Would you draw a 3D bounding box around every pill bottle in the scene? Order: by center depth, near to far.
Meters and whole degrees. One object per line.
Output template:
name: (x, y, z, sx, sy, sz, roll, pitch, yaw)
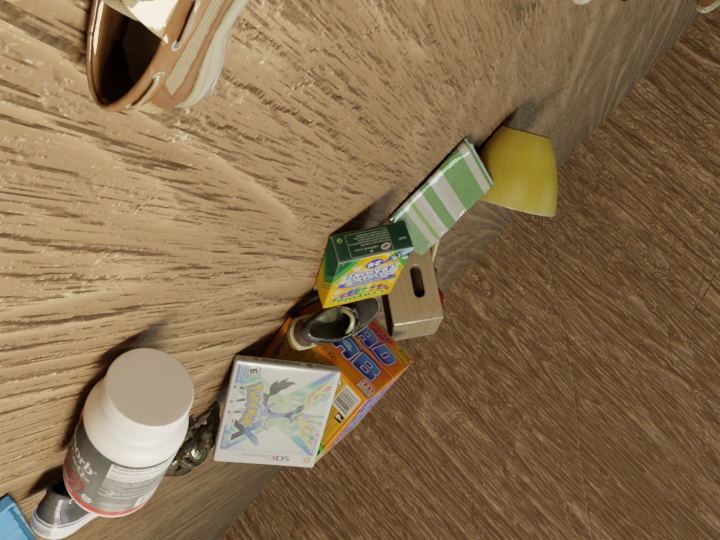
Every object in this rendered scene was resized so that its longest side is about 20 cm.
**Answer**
pill bottle: (-0.259, 0.182, 0.850, 0.115, 0.116, 0.201, -33, 163, -47)

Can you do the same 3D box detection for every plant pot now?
plant pot: (0.312, -0.206, 1.516, 0.199, 0.197, 0.145, -21, 127, -66)

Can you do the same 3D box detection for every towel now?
towel: (0.151, -0.131, 1.395, 0.200, 0.023, 0.153, -45, 143, 1)

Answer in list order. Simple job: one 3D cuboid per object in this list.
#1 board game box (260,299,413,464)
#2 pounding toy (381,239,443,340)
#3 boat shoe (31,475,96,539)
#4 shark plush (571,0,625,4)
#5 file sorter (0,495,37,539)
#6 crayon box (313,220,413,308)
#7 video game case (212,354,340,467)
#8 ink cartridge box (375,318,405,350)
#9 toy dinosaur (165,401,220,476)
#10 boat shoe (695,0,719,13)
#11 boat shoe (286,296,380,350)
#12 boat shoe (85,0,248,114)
board game box: (-0.063, 0.193, 1.416, 0.201, 0.200, 0.199, -52, 168, 29)
pounding toy: (0.113, 0.016, 1.529, 0.139, 0.204, 0.184, -9, 165, -4)
boat shoe: (-0.349, 0.272, 0.985, 0.067, 0.069, 0.200, -67, 168, 11)
shark plush: (0.362, -0.477, 1.075, 0.083, 0.089, 0.203, -86, -164, -77)
file sorter: (-0.432, 0.383, 0.906, 0.138, 0.123, 0.201, -40, 167, -31)
crayon box: (0.000, 0.000, 1.224, 0.123, 0.052, 0.201, -13, 158, -17)
video game case: (-0.142, 0.241, 1.278, 0.022, 0.179, 0.204, -118, -139, -61)
ink cartridge box: (0.002, 0.146, 1.603, 0.047, 0.160, 0.199, -49, 169, 18)
toy dinosaur: (-0.297, 0.317, 1.309, 0.200, 0.076, 0.103, -47, 157, -19)
boat shoe: (1.146, -0.911, 2.416, 0.200, 0.074, 0.066, -48, 157, 1)
boat shoe: (-0.032, 0.087, 1.293, 0.198, 0.073, 0.065, -17, -174, -40)
boat shoe: (-0.097, -0.150, 0.376, 0.071, 0.076, 0.201, -34, 163, -38)
